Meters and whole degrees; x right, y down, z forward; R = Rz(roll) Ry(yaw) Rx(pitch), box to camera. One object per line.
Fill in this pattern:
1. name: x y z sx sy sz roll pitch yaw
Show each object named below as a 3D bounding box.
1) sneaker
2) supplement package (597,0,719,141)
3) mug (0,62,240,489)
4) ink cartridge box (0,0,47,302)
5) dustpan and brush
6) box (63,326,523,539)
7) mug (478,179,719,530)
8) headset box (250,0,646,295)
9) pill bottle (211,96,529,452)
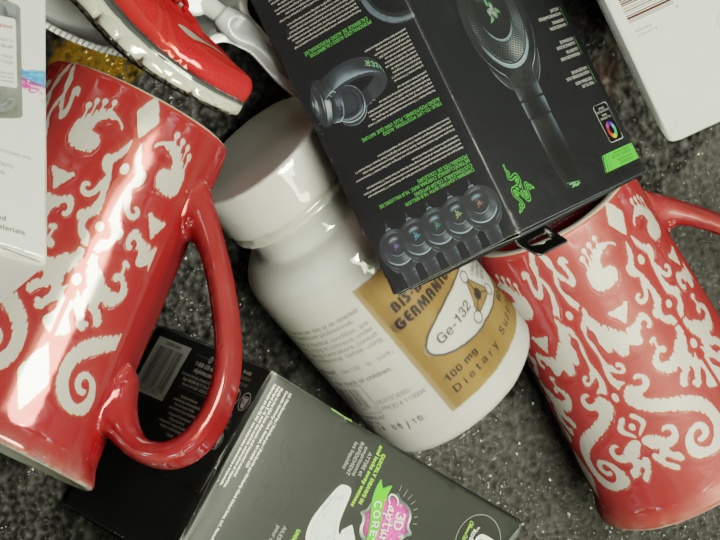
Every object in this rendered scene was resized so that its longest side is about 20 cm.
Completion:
1. sneaker: -0.120 -0.169 1.475 0.085 0.077 0.200 -42 94 0
2. supplement package: 0.193 -0.217 1.611 0.146 0.200 0.192 -24 113 8
3. mug: -0.145 0.010 1.514 0.177 0.133 0.201 27 81 -12
4. ink cartridge box: -0.226 -0.070 1.406 0.085 0.147 0.201 14 57 -31
5. dustpan and brush: -0.094 -0.154 1.544 0.200 0.057 0.140 41 80 -19
6. box: -0.038 0.140 1.598 0.200 0.148 0.125 33 82 -30
7. mug: 0.173 0.028 1.721 0.177 0.133 0.201 -43 113 -29
8. headset box: 0.055 -0.097 1.560 0.174 0.092 0.201 -23 87 -58
9. pill bottle: 0.000 0.000 1.613 0.114 0.114 0.200 -47 115 -14
